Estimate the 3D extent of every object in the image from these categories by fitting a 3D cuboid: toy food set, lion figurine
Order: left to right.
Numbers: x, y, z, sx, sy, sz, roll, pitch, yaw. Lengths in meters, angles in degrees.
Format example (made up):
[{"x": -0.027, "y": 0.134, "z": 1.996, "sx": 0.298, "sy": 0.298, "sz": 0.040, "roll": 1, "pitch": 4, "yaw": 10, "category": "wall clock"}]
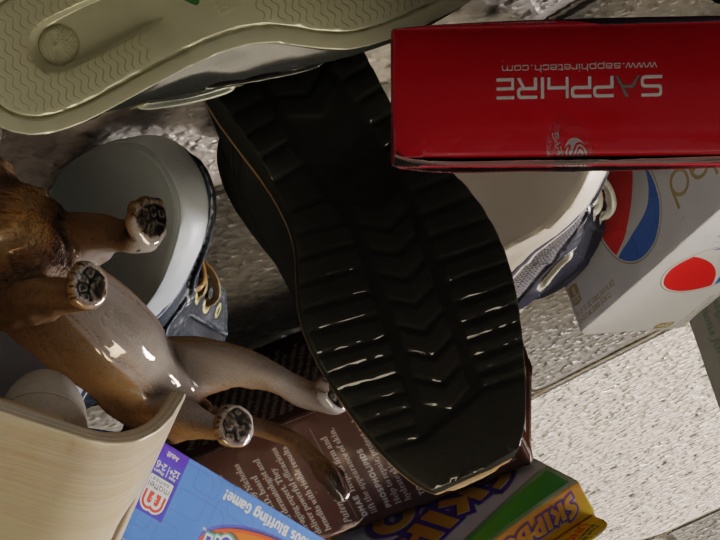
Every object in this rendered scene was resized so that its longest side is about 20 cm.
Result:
[{"x": -0.178, "y": 0.066, "z": 0.884, "sx": 0.200, "sy": 0.060, "sz": 0.144, "roll": 19, "pitch": 129, "yaw": -10, "category": "toy food set"}, {"x": -0.097, "y": 0.022, "z": 0.929, "sx": 0.122, "sy": 0.073, "sz": 0.200, "roll": -4, "pitch": 133, "yaw": 48, "category": "lion figurine"}]

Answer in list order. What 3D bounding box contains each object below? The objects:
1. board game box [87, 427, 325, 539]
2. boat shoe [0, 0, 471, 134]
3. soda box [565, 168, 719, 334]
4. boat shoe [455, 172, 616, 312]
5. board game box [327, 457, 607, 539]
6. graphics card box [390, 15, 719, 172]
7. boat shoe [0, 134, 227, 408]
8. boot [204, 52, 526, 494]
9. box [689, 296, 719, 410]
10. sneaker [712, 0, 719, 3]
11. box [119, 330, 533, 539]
[{"x": -0.097, "y": 0.113, "z": 1.044, "sx": 0.152, "sy": 0.045, "sz": 0.200, "roll": 35, "pitch": 161, "yaw": -34, "category": "board game box"}, {"x": -0.043, "y": -0.098, "z": 0.846, "sx": 0.200, "sy": 0.072, "sz": 0.068, "roll": -18, "pitch": -178, "yaw": -8, "category": "boat shoe"}, {"x": 0.160, "y": -0.045, "z": 1.091, "sx": 0.064, "sy": 0.068, "sz": 0.200, "roll": -3, "pitch": 154, "yaw": -29, "category": "soda box"}, {"x": 0.077, "y": -0.039, "z": 1.067, "sx": 0.093, "sy": 0.075, "sz": 0.200, "roll": -24, "pitch": 164, "yaw": -36, "category": "boat shoe"}, {"x": 0.033, "y": 0.115, "z": 1.182, "sx": 0.095, "sy": 0.030, "sz": 0.200, "roll": -33, "pitch": -156, "yaw": -15, "category": "board game box"}, {"x": 0.091, "y": -0.064, "z": 0.863, "sx": 0.125, "sy": 0.051, "sz": 0.200, "roll": 0, "pitch": -176, "yaw": 14, "category": "graphics card box"}, {"x": -0.089, "y": -0.001, "z": 1.039, "sx": 0.091, "sy": 0.071, "sz": 0.200, "roll": -17, "pitch": 161, "yaw": -36, "category": "boat shoe"}, {"x": 0.000, "y": 0.000, "z": 0.925, "sx": 0.077, "sy": 0.200, "sz": 0.138, "roll": -19, "pitch": 163, "yaw": -10, "category": "boot"}, {"x": 0.306, "y": 0.049, "z": 1.237, "sx": 0.171, "sy": 0.199, "sz": 0.200, "roll": 6, "pitch": 149, "yaw": -42, "category": "box"}, {"x": 0.113, "y": -0.134, "z": 0.795, "sx": 0.081, "sy": 0.088, "sz": 0.200, "roll": -61, "pitch": 155, "yaw": 0, "category": "sneaker"}, {"x": -0.018, "y": 0.078, "z": 1.194, "sx": 0.200, "sy": 0.075, "sz": 0.100, "roll": -20, "pitch": -158, "yaw": 13, "category": "box"}]
